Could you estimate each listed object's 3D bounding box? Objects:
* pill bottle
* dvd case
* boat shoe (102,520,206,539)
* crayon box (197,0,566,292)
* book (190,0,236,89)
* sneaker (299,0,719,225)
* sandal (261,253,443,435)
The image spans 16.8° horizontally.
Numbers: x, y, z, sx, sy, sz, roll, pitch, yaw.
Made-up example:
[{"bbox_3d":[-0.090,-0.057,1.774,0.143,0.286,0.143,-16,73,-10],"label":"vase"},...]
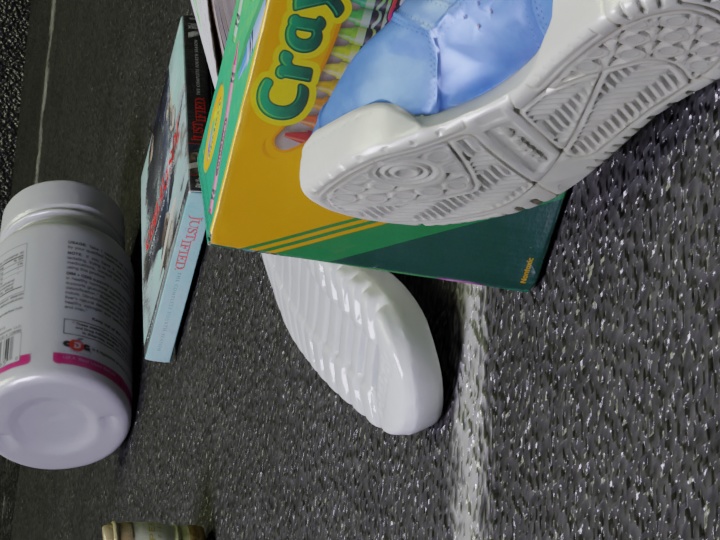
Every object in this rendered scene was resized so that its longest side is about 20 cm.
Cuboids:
[{"bbox_3d":[-0.224,0.037,1.809,0.114,0.113,0.201,112,162,-46],"label":"pill bottle"},{"bbox_3d":[-0.124,-0.058,1.640,0.201,0.022,0.146,-98,21,-49],"label":"dvd case"},{"bbox_3d":[-0.135,0.236,1.410,0.073,0.063,0.202,-107,29,-62],"label":"boat shoe"},{"bbox_3d":[0.024,-0.097,0.806,0.058,0.118,0.201,-102,24,-56],"label":"crayon box"},{"bbox_3d":[-0.064,-0.179,0.953,0.134,0.048,0.201,79,174,-63],"label":"book"},{"bbox_3d":[0.047,-0.091,0.740,0.200,0.076,0.112,-33,52,54],"label":"sneaker"},{"bbox_3d":[0.000,0.006,1.017,0.203,0.050,0.083,-125,29,-54],"label":"sandal"}]
